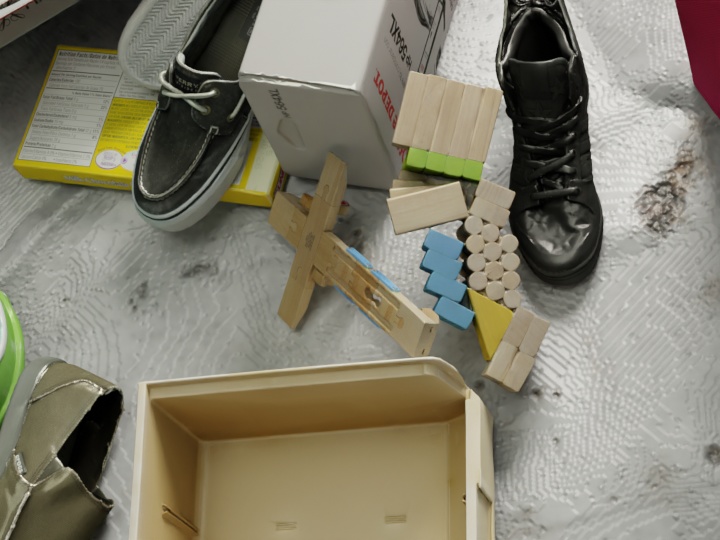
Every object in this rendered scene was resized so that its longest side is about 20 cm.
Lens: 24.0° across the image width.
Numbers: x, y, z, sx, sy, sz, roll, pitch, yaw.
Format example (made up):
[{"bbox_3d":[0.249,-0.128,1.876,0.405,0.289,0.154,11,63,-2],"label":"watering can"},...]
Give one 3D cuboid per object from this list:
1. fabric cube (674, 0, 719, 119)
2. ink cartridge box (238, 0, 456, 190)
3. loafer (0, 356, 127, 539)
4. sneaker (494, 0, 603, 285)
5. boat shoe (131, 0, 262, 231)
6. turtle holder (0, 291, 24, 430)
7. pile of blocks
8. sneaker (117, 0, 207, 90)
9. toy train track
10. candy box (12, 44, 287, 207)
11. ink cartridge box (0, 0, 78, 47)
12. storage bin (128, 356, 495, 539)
[{"bbox_3d":[0.308,-0.142,0.956,0.200,0.199,0.196,-32,60,2],"label":"fabric cube"},{"bbox_3d":[0.002,-0.171,1.098,0.084,0.146,0.200,10,71,16],"label":"ink cartridge box"},{"bbox_3d":[-0.197,0.147,1.058,0.070,0.075,0.200,1,66,23],"label":"loafer"},{"bbox_3d":[0.113,-0.099,1.053,0.060,0.104,0.200,-6,65,15],"label":"sneaker"},{"bbox_3d":[-0.102,-0.124,1.111,0.072,0.071,0.200,24,89,22],"label":"boat shoe"},{"bbox_3d":[-0.298,0.069,1.094,0.141,0.132,0.186,-1,66,17],"label":"turtle holder"},{"bbox_3d":[0.059,-0.021,1.037,0.082,0.062,0.200,-11,85,-4],"label":"pile of blocks"},{"bbox_3d":[-0.101,-0.215,1.194,0.200,0.074,0.116,-45,30,-1],"label":"sneaker"},{"bbox_3d":[0.000,0.000,1.056,0.200,0.033,0.115,42,119,52],"label":"toy train track"},{"bbox_3d":[-0.138,-0.102,1.180,0.200,0.026,0.102,8,65,21],"label":"candy box"},{"bbox_3d":[-0.231,-0.193,1.194,0.200,0.044,0.174,-30,28,3],"label":"ink cartridge box"},{"bbox_3d":[-0.026,0.166,0.984,0.198,0.094,0.200,-6,64,15],"label":"storage bin"}]
